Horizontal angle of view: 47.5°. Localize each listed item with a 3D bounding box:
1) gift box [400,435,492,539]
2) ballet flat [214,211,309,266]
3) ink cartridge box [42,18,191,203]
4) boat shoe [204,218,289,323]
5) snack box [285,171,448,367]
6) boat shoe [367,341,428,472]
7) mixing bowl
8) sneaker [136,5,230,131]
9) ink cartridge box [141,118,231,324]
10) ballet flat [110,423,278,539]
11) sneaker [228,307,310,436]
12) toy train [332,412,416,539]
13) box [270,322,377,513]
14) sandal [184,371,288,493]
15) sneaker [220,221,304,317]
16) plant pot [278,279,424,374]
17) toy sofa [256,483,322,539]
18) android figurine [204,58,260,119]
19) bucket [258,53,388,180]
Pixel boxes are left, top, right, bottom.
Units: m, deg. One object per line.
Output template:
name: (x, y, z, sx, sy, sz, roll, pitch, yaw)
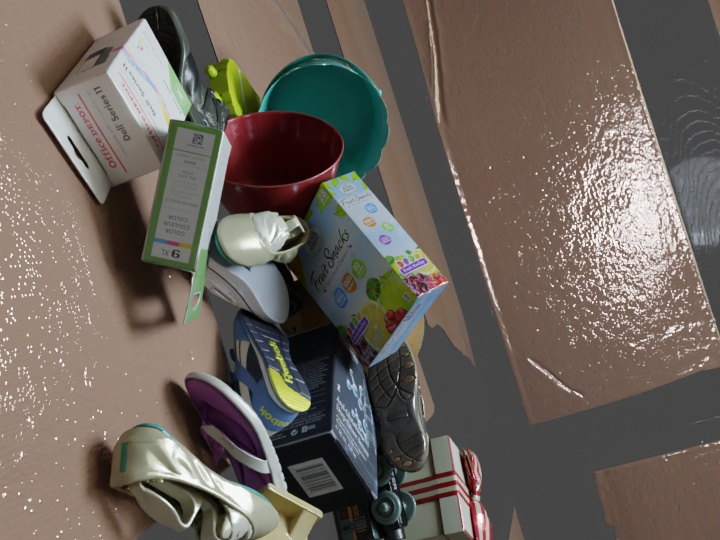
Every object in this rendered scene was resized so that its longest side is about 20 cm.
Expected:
gift box: (0.122, 0.394, 1.372, 0.200, 0.186, 0.185, 51, 26, -53)
ballet flat: (-0.108, -0.044, 0.974, 0.200, 0.069, 0.070, -12, 84, -76)
ink cartridge box: (-0.252, -0.173, 0.873, 0.200, 0.067, 0.117, -88, 157, -54)
boat shoe: (-0.159, 0.003, 1.011, 0.200, 0.065, 0.074, 53, 39, -43)
snack box: (0.000, 0.000, 1.085, 0.068, 0.169, 0.200, -23, 65, -39)
boat shoe: (0.055, 0.195, 1.178, 0.073, 0.074, 0.201, 64, 19, -62)
mixing bowl: (-0.120, -0.126, 1.130, 0.201, 0.199, 0.109, -90, 179, -51)
sneaker: (-0.226, -0.230, 1.038, 0.114, 0.076, 0.200, -55, 130, -75)
ink cartridge box: (-0.187, -0.049, 0.866, 0.104, 0.059, 0.201, 179, -78, -85)
ballet flat: (-0.149, 0.216, 0.748, 0.200, 0.069, 0.070, 45, 28, -33)
sneaker: (-0.128, 0.122, 1.006, 0.074, 0.082, 0.200, 27, 21, -32)
toy train: (0.006, 0.301, 1.190, 0.085, 0.114, 0.201, 28, 44, -62)
box: (-0.052, 0.199, 1.107, 0.200, 0.107, 0.149, -91, 157, -51)
sandal: (-0.134, 0.196, 0.884, 0.050, 0.082, 0.203, -52, 126, -42)
sneaker: (-0.147, -0.011, 1.106, 0.200, 0.076, 0.091, 60, 6, -51)
plant pot: (-0.032, 0.076, 1.253, 0.200, 0.186, 0.187, 19, 53, -54)
toy sofa: (-0.102, 0.335, 0.844, 0.083, 0.098, 0.200, 35, 32, -26)
android figurine: (-0.186, -0.242, 1.263, 0.200, 0.041, 0.183, 44, 32, -67)
bucket: (-0.062, -0.232, 1.270, 0.135, 0.206, 0.208, -103, 171, -69)
